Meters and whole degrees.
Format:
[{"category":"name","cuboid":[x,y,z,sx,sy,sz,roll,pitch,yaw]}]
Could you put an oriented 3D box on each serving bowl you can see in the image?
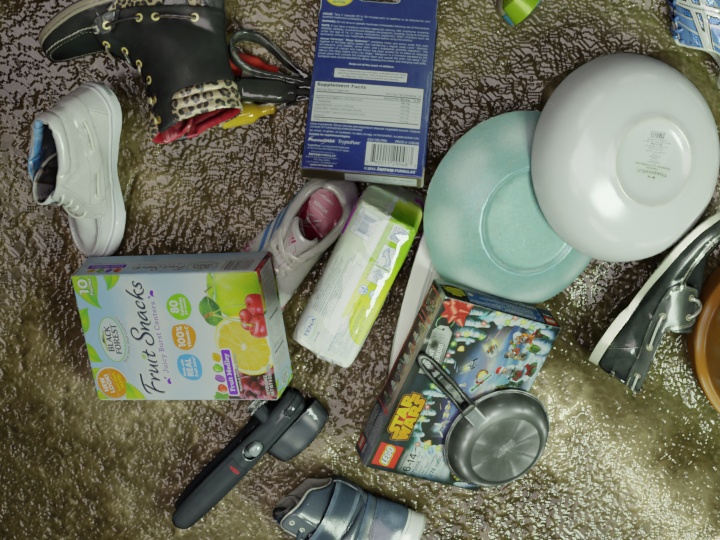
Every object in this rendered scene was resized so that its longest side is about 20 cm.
[{"category":"serving bowl","cuboid":[0.265,-0.106,1.665,0.198,0.066,0.203,-3,97,-21]}]

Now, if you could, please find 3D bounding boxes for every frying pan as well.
[{"category":"frying pan","cuboid":[0.130,0.141,1.712,0.114,0.031,0.191,-22,126,-8]}]

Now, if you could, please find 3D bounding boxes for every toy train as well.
[{"category":"toy train","cuboid":[0.122,-0.276,1.620,0.116,0.200,0.085,43,100,-8]}]

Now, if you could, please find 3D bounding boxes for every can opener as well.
[{"category":"can opener","cuboid":[-0.123,0.194,1.788,0.200,0.063,0.079,-43,95,10]}]

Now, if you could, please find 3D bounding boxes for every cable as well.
[{"category":"cable","cuboid":[-0.064,-0.183,1.741,0.198,0.050,0.098,6,83,-9]}]

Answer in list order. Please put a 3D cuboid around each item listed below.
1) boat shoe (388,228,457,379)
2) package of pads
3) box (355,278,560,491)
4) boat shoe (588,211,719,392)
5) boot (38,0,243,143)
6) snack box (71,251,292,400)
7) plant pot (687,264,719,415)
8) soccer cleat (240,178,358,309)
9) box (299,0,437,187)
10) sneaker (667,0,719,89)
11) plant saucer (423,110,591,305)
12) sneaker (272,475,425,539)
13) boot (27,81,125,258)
[{"category":"boat shoe","cuboid":[0.075,0.042,1.748,0.068,0.072,0.202,15,92,2]},{"category":"package of pads","cuboid":[0.000,0.000,1.674,0.068,0.200,0.156,26,101,1]},{"category":"box","cuboid":[0.095,0.117,1.725,0.136,0.040,0.201,14,113,-24]},{"category":"boat shoe","cuboid":[0.308,0.029,1.715,0.067,0.072,0.201,39,109,14]},{"category":"boot","cuboid":[-0.211,-0.199,1.699,0.198,0.073,0.152,-17,79,10]},{"category":"snack box","cuboid":[-0.177,0.057,1.740,0.198,0.053,0.144,-1,114,17]},{"category":"plant pot","cuboid":[0.420,0.082,1.662,0.198,0.183,0.203,1,100,5]},{"category":"soccer cleat","cuboid":[-0.077,-0.018,1.735,0.070,0.086,0.201,37,101,-2]},{"category":"box","cuboid":[0.011,-0.183,1.699,0.120,0.032,0.202,5,72,4]},{"category":"sneaker","cuboid":[0.322,-0.257,1.667,0.077,0.076,0.200,-43,93,6]},{"category":"plant saucer","cuboid":[0.160,-0.053,1.697,0.199,0.039,0.203,-6,109,-17]},{"category":"sneaker","cuboid":[-0.042,0.309,1.786,0.145,0.077,0.204,27,91,-12]},{"category":"boot","cuboid":[-0.286,-0.083,1.705,0.073,0.095,0.202,25,130,28]}]
